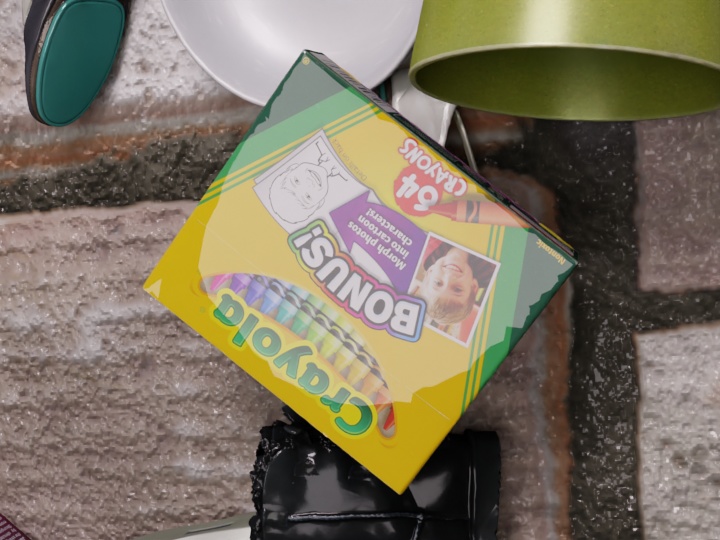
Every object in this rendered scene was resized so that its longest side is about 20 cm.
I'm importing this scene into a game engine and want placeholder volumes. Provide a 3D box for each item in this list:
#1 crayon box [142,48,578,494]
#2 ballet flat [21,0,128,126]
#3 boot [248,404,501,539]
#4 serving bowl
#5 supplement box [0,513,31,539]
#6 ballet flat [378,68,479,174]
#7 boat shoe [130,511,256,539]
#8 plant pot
[{"bbox_3d":[0.000,0.000,0.759,0.199,0.058,0.173,37,101,5],"label":"crayon box"},{"bbox_3d":[-0.189,-0.199,0.863,0.072,0.073,0.202,28,112,12],"label":"ballet flat"},{"bbox_3d":[0.007,0.188,0.832,0.160,0.073,0.201,1,93,-3],"label":"boot"},{"bbox_3d":[-0.032,-0.204,0.798,0.198,0.066,0.203,8,110,24],"label":"serving bowl"},{"bbox_3d":[-0.347,0.202,0.951,0.199,0.110,0.086,38,109,9],"label":"supplement box"},{"bbox_3d":[0.048,-0.027,0.815,0.068,0.069,0.203,0,98,18],"label":"ballet flat"},{"bbox_3d":[-0.119,0.220,0.901,0.198,0.070,0.073,-14,89,16],"label":"boat shoe"},{"bbox_3d":[0.125,-0.200,0.711,0.185,0.187,0.203,3,86,17],"label":"plant pot"}]
